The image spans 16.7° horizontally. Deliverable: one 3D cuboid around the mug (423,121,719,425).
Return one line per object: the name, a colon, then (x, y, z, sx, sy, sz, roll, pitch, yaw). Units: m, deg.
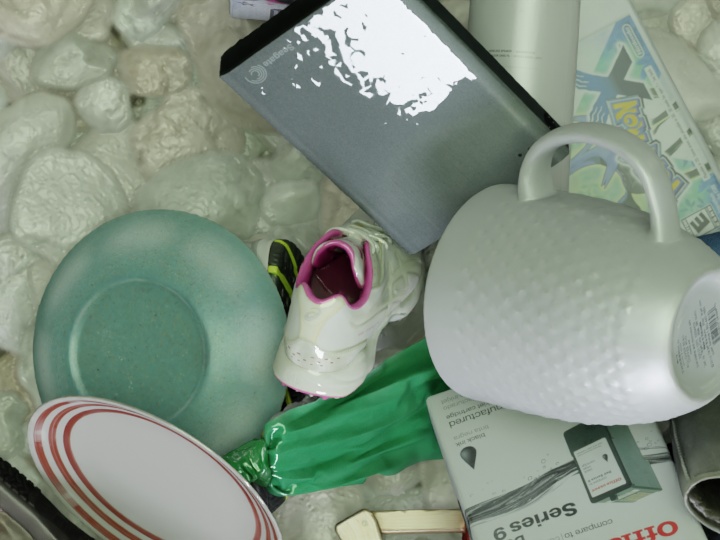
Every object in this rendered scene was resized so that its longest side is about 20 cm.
mug: (0.152, 0.003, 1.576, 0.147, 0.175, 0.201, -20, 114, -44)

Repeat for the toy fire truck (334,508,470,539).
toy fire truck: (0.008, 0.223, 1.735, 0.199, 0.049, 0.141, 14, 86, -2)

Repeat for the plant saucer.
plant saucer: (-0.147, 0.057, 1.697, 0.200, 0.039, 0.202, 0, 91, 21)

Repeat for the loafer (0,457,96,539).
loafer: (-0.216, 0.215, 1.716, 0.200, 0.073, 0.071, 43, 96, 4)

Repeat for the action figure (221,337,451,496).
action figure: (-0.010, 0.107, 1.692, 0.200, 0.055, 0.118, -19, 123, -32)

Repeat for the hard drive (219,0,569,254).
hard drive: (0.023, -0.111, 1.620, 0.139, 0.033, 0.200, -32, 123, 25)

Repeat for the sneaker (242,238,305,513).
sneaker: (-0.080, 0.077, 1.734, 0.076, 0.075, 0.201, 2, 88, 24)

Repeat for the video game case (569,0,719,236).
video game case: (0.154, -0.081, 1.770, 0.182, 0.022, 0.200, -28, 90, -4)

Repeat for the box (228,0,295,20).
box: (-0.026, -0.235, 1.675, 0.132, 0.200, 0.115, 4, 86, -3)

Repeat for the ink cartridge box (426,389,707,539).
ink cartridge box: (0.143, 0.156, 1.644, 0.146, 0.200, 0.084, -19, 133, -1)

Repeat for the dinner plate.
dinner plate: (-0.136, 0.148, 1.667, 0.200, 0.200, 0.024, 32, 57, -2)

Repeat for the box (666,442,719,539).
box: (0.229, 0.224, 1.677, 0.163, 0.086, 0.200, -23, 47, -4)

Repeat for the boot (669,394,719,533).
boot: (0.271, 0.108, 1.640, 0.181, 0.200, 0.073, 12, 115, -19)

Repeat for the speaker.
speaker: (0.109, -0.097, 1.718, 0.081, 0.081, 0.201, 4, 87, -4)

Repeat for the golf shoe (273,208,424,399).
golf shoe: (0.000, 0.000, 1.679, 0.075, 0.200, 0.092, 13, 130, 11)

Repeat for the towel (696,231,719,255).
towel: (0.276, 0.023, 1.749, 0.199, 0.049, 0.112, -13, 106, -4)
